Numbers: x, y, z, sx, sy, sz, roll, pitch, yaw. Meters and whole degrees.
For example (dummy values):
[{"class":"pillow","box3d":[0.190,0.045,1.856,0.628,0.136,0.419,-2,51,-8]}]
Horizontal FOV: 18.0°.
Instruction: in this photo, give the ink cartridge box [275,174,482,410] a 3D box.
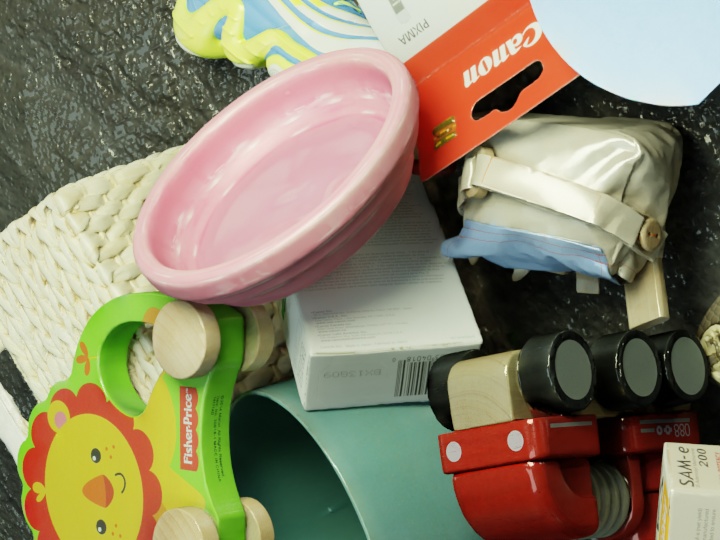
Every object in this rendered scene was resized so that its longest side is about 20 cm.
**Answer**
[{"class":"ink cartridge box","box3d":[0.000,0.000,1.435,0.201,0.108,0.051,-107,19,-48]}]

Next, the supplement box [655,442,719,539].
[{"class":"supplement box","box3d":[0.269,0.174,1.306,0.198,0.074,0.127,4,110,4]}]

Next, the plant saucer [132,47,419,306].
[{"class":"plant saucer","box3d":[-0.044,-0.049,1.362,0.199,0.201,0.051,-11,128,39]}]

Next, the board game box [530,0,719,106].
[{"class":"board game box","box3d":[0.189,-0.184,1.267,0.200,0.039,0.158,-45,63,6]}]

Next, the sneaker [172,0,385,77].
[{"class":"sneaker","box3d":[-0.047,-0.181,1.487,0.199,0.076,0.106,14,112,34]}]

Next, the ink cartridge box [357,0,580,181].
[{"class":"ink cartridge box","box3d":[0.064,-0.178,1.361,0.160,0.047,0.201,-33,50,39]}]

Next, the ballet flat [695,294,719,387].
[{"class":"ballet flat","box3d":[0.266,0.018,1.328,0.200,0.046,0.068,-32,85,42]}]

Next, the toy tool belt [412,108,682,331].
[{"class":"toy tool belt","box3d":[0.103,-0.033,1.391,0.199,0.124,0.124,8,101,36]}]

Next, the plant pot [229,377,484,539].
[{"class":"plant pot","box3d":[0.031,0.144,1.454,0.201,0.160,0.202,44,145,42]}]

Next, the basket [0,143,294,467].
[{"class":"basket","box3d":[-0.155,0.037,1.562,0.161,0.200,0.199,-37,81,37]}]

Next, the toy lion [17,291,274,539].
[{"class":"toy lion","box3d":[-0.143,0.112,1.424,0.191,0.068,0.202,5,96,41]}]

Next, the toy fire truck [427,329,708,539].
[{"class":"toy fire truck","box3d":[0.122,0.144,1.350,0.128,0.175,0.202,-14,80,41]}]
